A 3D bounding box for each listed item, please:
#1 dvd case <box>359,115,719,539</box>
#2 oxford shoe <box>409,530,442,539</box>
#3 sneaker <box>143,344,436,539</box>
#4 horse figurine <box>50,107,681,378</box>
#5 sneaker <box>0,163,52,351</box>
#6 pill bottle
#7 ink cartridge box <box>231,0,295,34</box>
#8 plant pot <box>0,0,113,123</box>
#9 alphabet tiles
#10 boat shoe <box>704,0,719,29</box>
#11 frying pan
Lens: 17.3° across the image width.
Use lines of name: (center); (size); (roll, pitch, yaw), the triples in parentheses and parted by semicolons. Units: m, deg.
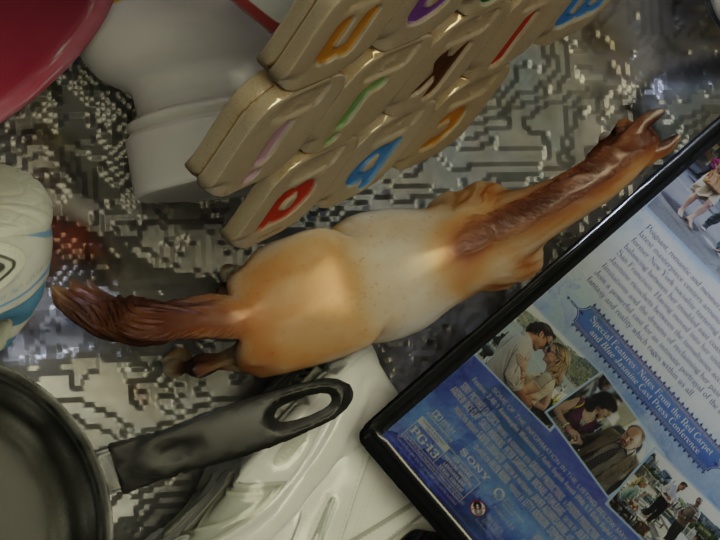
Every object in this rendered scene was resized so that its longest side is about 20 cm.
dvd case: (0.114, 0.050, 0.821); (0.200, 0.018, 0.143); (-39, 84, -27)
oxford shoe: (0.065, 0.104, 0.843); (0.073, 0.084, 0.201); (36, 77, -12)
sneaker: (-0.038, 0.123, 0.808); (0.099, 0.078, 0.200); (46, 79, -9)
horse figurine: (0.000, 0.000, 0.806); (0.199, 0.132, 0.050); (-16, 92, -18)
sneaker: (-0.175, 0.011, 0.746); (0.199, 0.072, 0.073); (-11, 117, -49)
pill bottle: (-0.050, -0.129, 0.815); (0.112, 0.112, 0.202); (-7, 86, -18)
ink cartridge box: (-0.022, -0.195, 0.710); (0.144, 0.084, 0.201); (38, 51, -13)
plant pot: (-0.199, -0.132, 0.738); (0.199, 0.200, 0.180); (-23, 76, -18)
alphabet tiles: (0.034, -0.084, 0.715); (0.200, 0.196, 0.015); (-29, 73, -44)
boat shoe: (0.140, -0.172, 0.899); (0.074, 0.086, 0.203); (30, 62, -41)
frying pan: (-0.108, 0.059, 0.757); (0.190, 0.031, 0.115); (-41, 98, -12)
